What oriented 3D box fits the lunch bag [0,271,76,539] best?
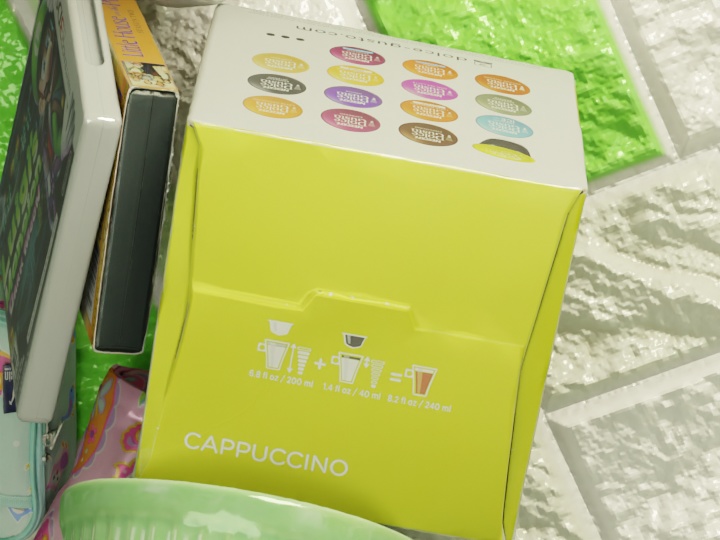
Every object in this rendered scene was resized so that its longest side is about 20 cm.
[{"bbox_3d":[-0.260,0.078,1.703,0.199,0.077,0.161,7,110,13],"label":"lunch bag"}]

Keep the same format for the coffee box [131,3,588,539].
[{"bbox_3d":[0.000,0.000,1.520,0.199,0.198,0.201,10,111,-2],"label":"coffee box"}]

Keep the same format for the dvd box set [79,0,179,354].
[{"bbox_3d":[-0.133,-0.062,1.559,0.029,0.200,0.147,3,111,-15],"label":"dvd box set"}]

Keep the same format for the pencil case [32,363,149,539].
[{"bbox_3d":[-0.144,0.155,1.668,0.087,0.087,0.201,25,94,6],"label":"pencil case"}]

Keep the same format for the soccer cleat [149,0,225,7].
[{"bbox_3d":[-0.099,-0.235,1.549,0.077,0.069,0.201,17,122,40],"label":"soccer cleat"}]

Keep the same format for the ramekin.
[{"bbox_3d":[-0.065,0.180,1.510,0.199,0.200,0.098,7,73,13],"label":"ramekin"}]

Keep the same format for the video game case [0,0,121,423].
[{"bbox_3d":[-0.163,-0.052,1.561,0.023,0.182,0.200,5,127,-15],"label":"video game case"}]
